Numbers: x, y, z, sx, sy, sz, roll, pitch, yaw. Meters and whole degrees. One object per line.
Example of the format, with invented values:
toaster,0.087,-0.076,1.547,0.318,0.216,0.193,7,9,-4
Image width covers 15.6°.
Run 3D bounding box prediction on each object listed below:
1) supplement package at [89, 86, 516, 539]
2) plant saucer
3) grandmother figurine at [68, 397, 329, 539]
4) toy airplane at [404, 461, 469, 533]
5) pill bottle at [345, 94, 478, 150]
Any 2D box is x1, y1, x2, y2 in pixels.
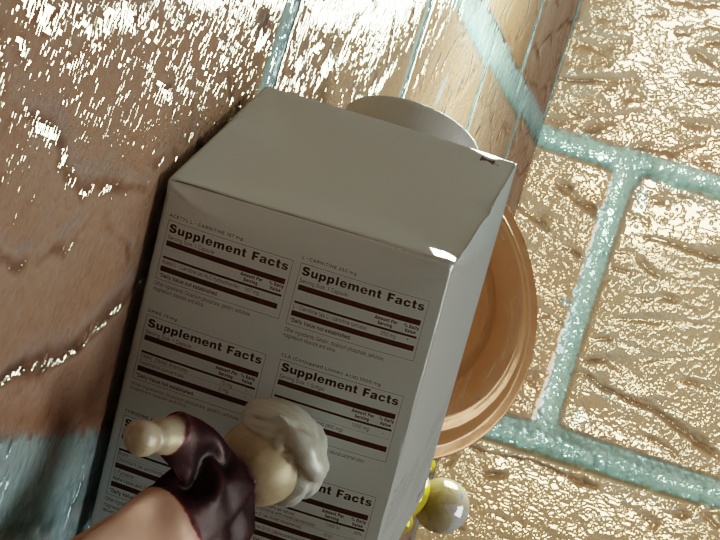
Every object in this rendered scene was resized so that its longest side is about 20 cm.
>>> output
supplement package,-0.027,0.039,1.337,0.191,0.147,0.201,-54,160,-69
plant saucer,0.025,0.014,1.547,0.032,0.200,0.201,-15,-131,55
grandmother figurine,-0.086,0.115,1.173,0.200,0.060,0.122,-35,137,-41
toy airplane,0.015,0.192,2.078,0.199,0.141,0.201,150,-54,-71
pill bottle,0.000,0.000,1.619,0.110,0.109,0.200,91,17,-66
